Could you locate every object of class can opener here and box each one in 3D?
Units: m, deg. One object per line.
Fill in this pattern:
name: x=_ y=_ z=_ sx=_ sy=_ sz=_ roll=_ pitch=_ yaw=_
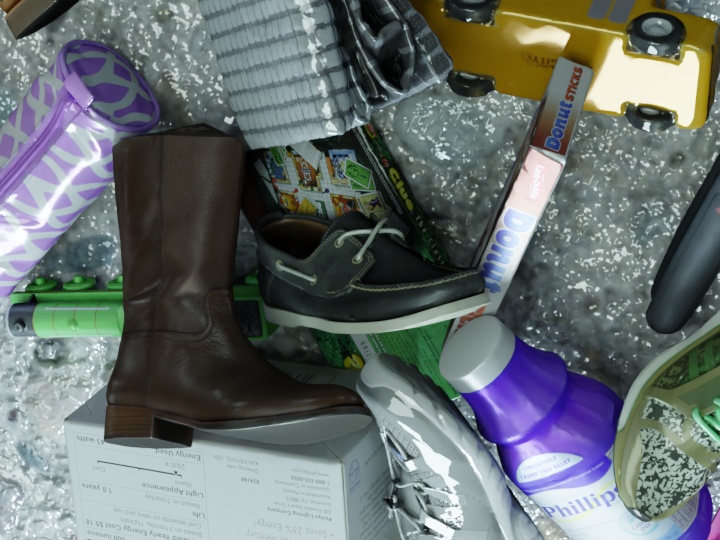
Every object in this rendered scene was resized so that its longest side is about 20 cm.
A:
can opener: x=0.216 y=-0.045 z=1.305 sx=0.079 sy=0.063 sz=0.200 roll=32 pitch=116 yaw=6

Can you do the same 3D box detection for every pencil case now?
pencil case: x=-0.214 y=-0.058 z=1.442 sx=0.200 sy=0.085 sz=0.084 roll=-47 pitch=71 yaw=25

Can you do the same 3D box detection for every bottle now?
bottle: x=0.126 y=0.105 z=1.352 sx=0.083 sy=0.065 sz=0.200 roll=-24 pitch=125 yaw=35

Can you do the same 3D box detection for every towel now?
towel: x=-0.032 y=-0.159 z=1.280 sx=0.085 sy=0.200 sz=0.166 roll=-18 pitch=95 yaw=-17

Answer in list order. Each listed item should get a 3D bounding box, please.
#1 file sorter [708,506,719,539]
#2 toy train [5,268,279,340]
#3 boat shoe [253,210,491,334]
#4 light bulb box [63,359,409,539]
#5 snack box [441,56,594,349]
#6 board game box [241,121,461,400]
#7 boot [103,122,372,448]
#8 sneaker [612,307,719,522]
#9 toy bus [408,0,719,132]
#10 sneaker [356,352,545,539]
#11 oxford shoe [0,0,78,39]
file sorter: x=0.259 y=0.214 z=1.350 sx=0.139 sy=0.125 sz=0.200 roll=27 pitch=116 yaw=8
toy train: x=-0.141 y=0.027 z=1.464 sx=0.199 sy=0.056 sz=0.042 roll=-2 pitch=109 yaw=20
boat shoe: x=0.000 y=0.000 z=1.332 sx=0.200 sy=0.072 sz=0.068 roll=7 pitch=109 yaw=55
light bulb box: x=-0.068 y=0.171 z=1.439 sx=0.198 sy=0.125 sz=0.200 roll=7 pitch=115 yaw=24
snack box: x=0.089 y=-0.031 z=1.304 sx=0.024 sy=0.072 sz=0.200 roll=21 pitch=142 yaw=1
board game box: x=0.002 y=-0.001 z=1.421 sx=0.105 sy=0.023 sz=0.200 roll=-25 pitch=99 yaw=25
boot: x=-0.074 y=0.001 z=1.331 sx=0.186 sy=0.064 sz=0.201 roll=-3 pitch=76 yaw=27
sneaker: x=0.221 y=0.067 z=1.291 sx=0.077 sy=0.089 sz=0.200 roll=35 pitch=96 yaw=-25
toy bus: x=0.108 y=-0.140 z=1.294 sx=0.200 sy=0.078 sz=0.065 roll=12 pitch=135 yaw=15
sneaker: x=0.045 y=0.135 z=1.350 sx=0.082 sy=0.075 sz=0.200 roll=-34 pitch=121 yaw=-2
oxford shoe: x=-0.163 y=-0.223 z=1.374 sx=0.200 sy=0.071 sz=0.071 roll=-35 pitch=90 yaw=28
